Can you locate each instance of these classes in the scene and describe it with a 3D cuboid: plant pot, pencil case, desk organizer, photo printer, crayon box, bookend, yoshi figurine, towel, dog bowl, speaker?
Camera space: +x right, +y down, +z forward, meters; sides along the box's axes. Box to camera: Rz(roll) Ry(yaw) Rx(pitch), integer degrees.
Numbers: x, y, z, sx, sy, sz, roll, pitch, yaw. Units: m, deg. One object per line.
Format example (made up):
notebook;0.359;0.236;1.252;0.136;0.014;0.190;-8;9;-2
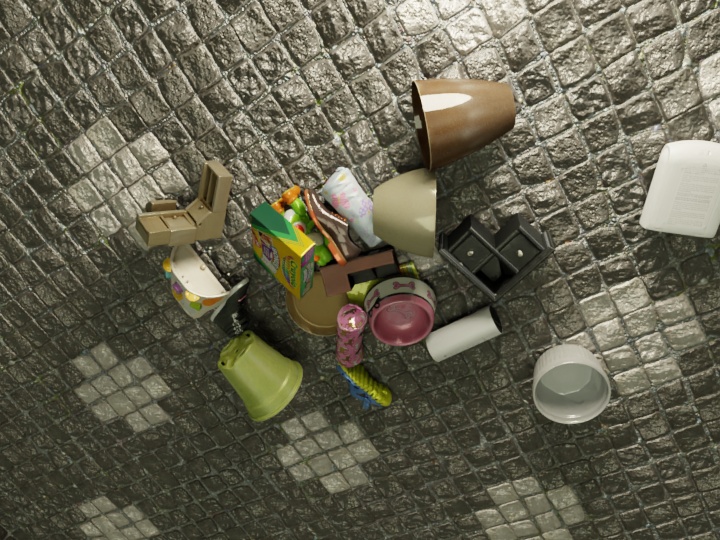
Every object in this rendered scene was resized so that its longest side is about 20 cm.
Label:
plant pot;-0.107;0.087;1.642;0.194;0.028;0.205;5;119;9
pencil case;-0.006;-0.152;1.458;0.090;0.084;0.200;-39;106;24
desk organizer;0.000;0.000;1.527;0.195;0.072;0.079;-14;101;11
pencil case;-0.026;0.176;1.610;0.080;0.088;0.202;-2;143;-5
plant pot;0.221;-0.328;1.281;0.194;0.188;0.191;-13;117;1
photo printer;0.720;-0.181;1.317;0.161;0.070;0.205;7;119;7
crayon box;-0.191;-0.045;1.482;0.172;0.058;0.202;40;153;17
bookend;0.322;-0.065;1.441;0.198;0.093;0.200;40;117;-12
plant pot;-0.290;0.275;1.666;0.197;0.203;0.185;-27;119;23
yoshi figurine;-0.132;-0.109;1.516;0.111;0.112;0.202;-37;94;-15
towel;0.060;0.042;1.578;0.195;0.018;0.088;-17;108;11
dog bowl;0.105;0.113;1.561;0.194;0.075;0.204;-1;132;-1
speaker;0.272;0.167;1.585;0.197;0.082;0.082;-28;111;23

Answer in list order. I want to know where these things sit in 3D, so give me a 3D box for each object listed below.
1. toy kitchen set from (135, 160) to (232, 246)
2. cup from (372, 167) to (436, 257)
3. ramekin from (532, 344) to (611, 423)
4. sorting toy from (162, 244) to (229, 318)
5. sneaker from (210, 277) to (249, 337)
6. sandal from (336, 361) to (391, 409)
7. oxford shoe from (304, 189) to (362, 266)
toy kitchen set;-0.452;-0.187;1.485;0.163;0.197;0.184;43;128;33
cup;0.099;-0.134;1.375;0.139;0.202;0.205;2;120;5
ramekin;0.549;0.291;1.589;0.194;0.106;0.205;4;120;7
sorting toy;-0.466;0.048;1.631;0.201;0.106;0.181;49;144;8
sneaker;-0.332;0.107;1.657;0.099;0.071;0.201;44;125;4
sandal;-0.003;0.333;1.732;0.086;0.080;0.200;-35;106;30
oxford shoe;-0.066;-0.115;1.445;0.071;0.071;0.203;-30;99;10
